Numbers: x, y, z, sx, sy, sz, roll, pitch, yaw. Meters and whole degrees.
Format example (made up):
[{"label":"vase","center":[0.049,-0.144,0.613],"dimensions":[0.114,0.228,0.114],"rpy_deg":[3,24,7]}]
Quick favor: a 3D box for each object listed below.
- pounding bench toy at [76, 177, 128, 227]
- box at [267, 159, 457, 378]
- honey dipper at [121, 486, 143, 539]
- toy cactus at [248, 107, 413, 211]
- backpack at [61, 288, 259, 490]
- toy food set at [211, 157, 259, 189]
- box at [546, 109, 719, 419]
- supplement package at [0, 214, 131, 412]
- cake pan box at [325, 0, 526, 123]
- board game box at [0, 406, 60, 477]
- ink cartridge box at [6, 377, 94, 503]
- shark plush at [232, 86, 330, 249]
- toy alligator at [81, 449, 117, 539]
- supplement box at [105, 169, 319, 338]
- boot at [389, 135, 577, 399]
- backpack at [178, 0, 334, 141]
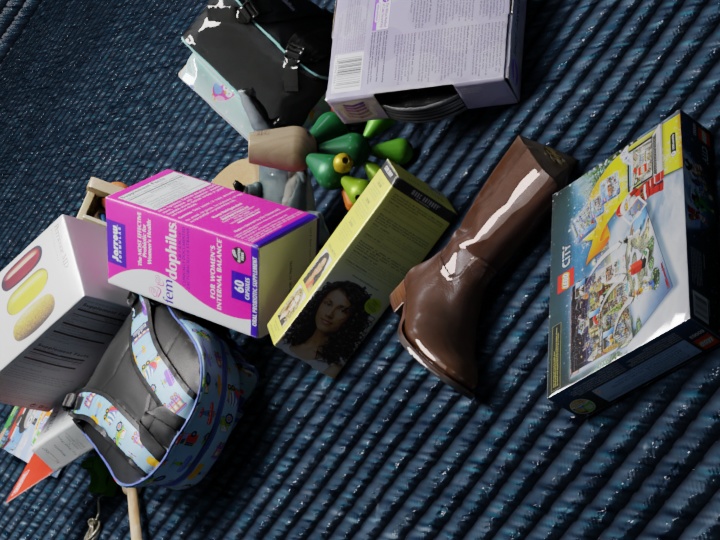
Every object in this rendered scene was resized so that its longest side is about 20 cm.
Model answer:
[{"label":"pounding bench toy","center":[-0.287,-0.031,1.880],"dimensions":[0.200,0.124,0.156],"rpy_deg":[113,177,-70]},{"label":"box","center":[0.000,0.000,1.473],"dimensions":[0.200,0.075,0.050],"rpy_deg":[-55,24,12]},{"label":"honey dipper","center":[-0.234,0.275,1.654],"dimensions":[0.038,0.038,0.200],"rpy_deg":[-53,22,13]},{"label":"toy cactus","center":[-0.028,-0.124,1.561],"dimensions":[0.200,0.165,0.102],"rpy_deg":[-93,5,-47]},{"label":"backpack","center":[-0.189,0.135,1.599],"dimensions":[0.183,0.134,0.200],"rpy_deg":[-57,35,7]},{"label":"toy food set","center":[-0.156,-0.042,1.827],"dimensions":[0.200,0.049,0.198],"rpy_deg":[-1,62,60]},{"label":"box","center":[0.199,-0.006,1.157],"dimensions":[0.137,0.038,0.200],"rpy_deg":[-36,34,40]},{"label":"supplement package","center":[-0.331,0.049,1.713],"dimensions":[0.200,0.109,0.114],"rpy_deg":[-39,55,26]},{"label":"cake pan box","center":[0.066,-0.238,1.506],"dimensions":[0.184,0.052,0.200],"rpy_deg":[-7,62,23]},{"label":"board game box","center":[-0.401,0.180,2.050],"dimensions":[0.200,0.037,0.152],"rpy_deg":[6,68,61]},{"label":"ink cartridge box","center":[-0.326,0.155,1.796],"dimensions":[0.173,0.044,0.200],"rpy_deg":[-31,21,27]},{"label":"shark plush","center":[-0.091,-0.086,1.624],"dimensions":[0.091,0.083,0.200],"rpy_deg":[-135,32,-55]},{"label":"toy alligator","center":[-0.291,0.210,1.796],"dimensions":[0.059,0.054,0.200],"rpy_deg":[-12,52,57]},{"label":"supplement box","center":[-0.150,-0.020,1.591],"dimensions":[0.200,0.103,0.101],"rpy_deg":[18,120,31]},{"label":"boot","center":[0.113,-0.011,1.302],"dimensions":[0.200,0.064,0.186],"rpy_deg":[-48,30,13]},{"label":"backpack","center":[-0.088,-0.225,1.730],"dimensions":[0.153,0.176,0.200],"rpy_deg":[-55,-12,28]}]
